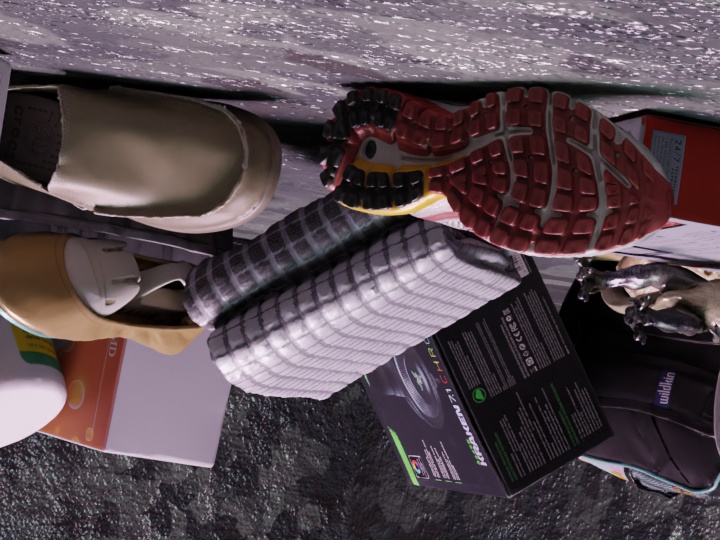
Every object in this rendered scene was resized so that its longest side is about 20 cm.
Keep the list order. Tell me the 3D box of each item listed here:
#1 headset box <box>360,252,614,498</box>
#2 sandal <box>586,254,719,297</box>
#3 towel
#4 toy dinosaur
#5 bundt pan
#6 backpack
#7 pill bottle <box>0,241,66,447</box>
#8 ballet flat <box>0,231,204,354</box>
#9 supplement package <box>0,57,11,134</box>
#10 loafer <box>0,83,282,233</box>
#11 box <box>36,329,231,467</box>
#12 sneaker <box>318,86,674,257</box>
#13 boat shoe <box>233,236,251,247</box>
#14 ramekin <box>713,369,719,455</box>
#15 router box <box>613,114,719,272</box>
[{"bbox_3d":[0.066,0.057,1.726,0.092,0.175,0.200,-27,-172,-18],"label":"headset box"},{"bbox_3d":[0.197,0.004,1.598,0.077,0.070,0.211,11,174,-28],"label":"sandal"},{"bbox_3d":[0.000,0.000,1.471,0.165,0.086,0.200,-30,168,13],"label":"towel"},{"bbox_3d":[0.168,0.015,1.360,0.088,0.048,0.199,3,-178,-34],"label":"toy dinosaur"},{"bbox_3d":[-0.168,-0.053,1.507,0.200,0.076,0.202,7,175,1],"label":"bundt pan"},{"bbox_3d":[0.232,0.074,1.746,0.199,0.177,0.153,9,173,41],"label":"backpack"},{"bbox_3d":[-0.271,0.011,1.624,0.112,0.201,0.113,-18,160,-7],"label":"pill bottle"},{"bbox_3d":[-0.143,0.006,1.453,0.063,0.069,0.200,-25,164,22],"label":"ballet flat"},{"bbox_3d":[-0.262,-0.071,1.218,0.116,0.118,0.200,6,174,10],"label":"supplement package"},{"bbox_3d":[-0.137,-0.063,1.352,0.199,0.077,0.067,6,-179,27],"label":"loafer"},{"bbox_3d":[-0.184,0.052,1.692,0.097,0.125,0.199,12,179,-43],"label":"box"},{"bbox_3d":[0.074,-0.052,1.208,0.199,0.079,0.082,17,-174,44],"label":"sneaker"},{"bbox_3d":[-0.155,-0.038,1.756,0.199,0.062,0.075,13,176,-21],"label":"boat shoe"},{"bbox_3d":[0.278,0.057,1.395,0.094,0.204,0.202,21,172,-15],"label":"ramekin"},{"bbox_3d":[0.187,-0.034,1.303,0.178,0.049,0.200,10,175,-17],"label":"router box"}]
